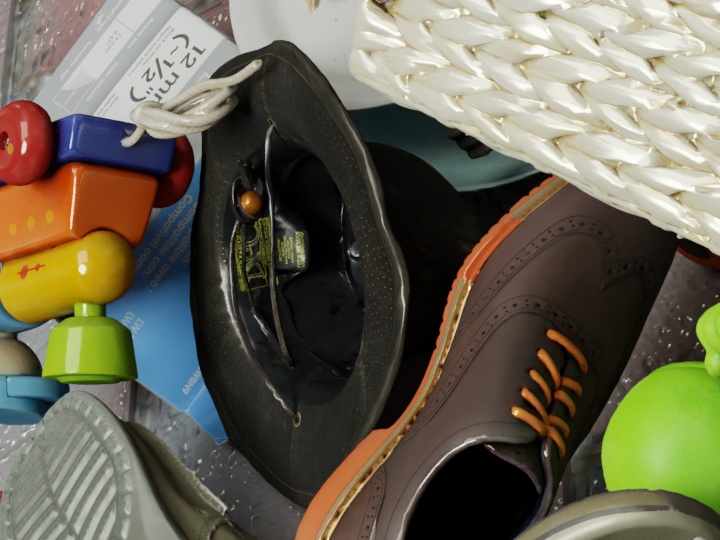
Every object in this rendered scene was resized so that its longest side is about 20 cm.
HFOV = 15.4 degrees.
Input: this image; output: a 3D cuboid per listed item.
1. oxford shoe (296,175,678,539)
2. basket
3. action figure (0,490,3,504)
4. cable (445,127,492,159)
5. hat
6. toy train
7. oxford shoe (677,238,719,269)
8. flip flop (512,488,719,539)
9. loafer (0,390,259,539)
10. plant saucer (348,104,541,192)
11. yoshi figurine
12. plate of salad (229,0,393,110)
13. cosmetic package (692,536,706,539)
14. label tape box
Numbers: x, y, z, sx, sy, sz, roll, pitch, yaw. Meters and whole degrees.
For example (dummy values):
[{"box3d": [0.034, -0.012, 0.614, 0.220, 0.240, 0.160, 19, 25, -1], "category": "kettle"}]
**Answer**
[{"box3d": [0.059, 0.045, 0.916, 0.200, 0.071, 0.073, -57, 23, -7], "category": "oxford shoe"}, {"box3d": [0.109, -0.093, 0.872, 0.200, 0.135, 0.124, 29, 116, 31], "category": "basket"}, {"box3d": [-0.163, 0.167, 1.050, 0.134, 0.149, 0.200, -22, 62, 40], "category": "action figure"}, {"box3d": [0.112, -0.110, 0.998, 0.200, 0.050, 0.097, -53, 16, 10], "category": "cable"}, {"box3d": [0.000, 0.000, 1.041, 0.201, 0.081, 0.201, 176, 90, -66], "category": "hat"}, {"box3d": [-0.104, -0.007, 1.055, 0.200, 0.085, 0.116, -14, 73, 49], "category": "toy train"}, {"box3d": [0.189, -0.063, 0.951, 0.200, 0.071, 0.073, -32, 6, 35], "category": "oxford shoe"}, {"box3d": [0.049, 0.150, 0.853, 0.200, 0.081, 0.058, -46, 35, 14], "category": "flip flop"}, {"box3d": [-0.072, 0.119, 1.002, 0.075, 0.070, 0.200, -52, 43, 11], "category": "loafer"}, {"box3d": [0.081, -0.111, 1.096, 0.201, 0.039, 0.201, -24, 48, 30], "category": "plant saucer"}, {"box3d": [0.157, 0.051, 0.851, 0.200, 0.112, 0.113, -16, 61, 44], "category": "yoshi figurine"}, {"box3d": [0.022, -0.157, 1.110, 0.200, 0.048, 0.200, -21, 49, 26], "category": "plate of salad"}, {"box3d": [0.171, 0.154, 0.764, 0.200, 0.102, 0.074, 25, 80, 49], "category": "cosmetic package"}, {"box3d": [-0.081, -0.031, 1.172, 0.143, 0.066, 0.200, -53, 38, 0], "category": "label tape box"}]
